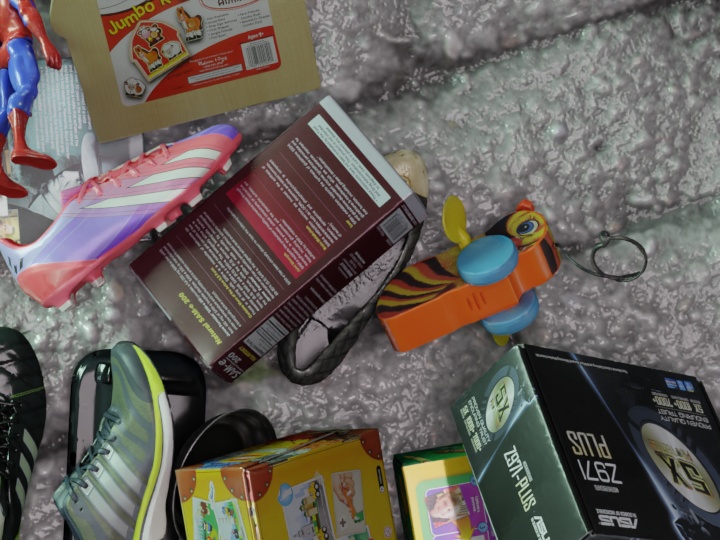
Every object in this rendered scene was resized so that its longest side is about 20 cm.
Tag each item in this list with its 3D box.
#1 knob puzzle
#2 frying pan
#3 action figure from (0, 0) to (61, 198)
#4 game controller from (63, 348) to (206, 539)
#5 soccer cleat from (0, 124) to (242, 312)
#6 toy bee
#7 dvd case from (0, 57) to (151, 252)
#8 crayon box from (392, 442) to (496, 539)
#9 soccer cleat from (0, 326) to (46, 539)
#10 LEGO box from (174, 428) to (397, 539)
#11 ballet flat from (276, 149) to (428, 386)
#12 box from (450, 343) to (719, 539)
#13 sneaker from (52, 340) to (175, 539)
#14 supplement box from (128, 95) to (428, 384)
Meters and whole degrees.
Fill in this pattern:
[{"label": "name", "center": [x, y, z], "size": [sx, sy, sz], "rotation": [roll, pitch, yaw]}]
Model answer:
[{"label": "knob puzzle", "center": [-0.137, -0.212, 1.641], "size": [0.219, 0.030, 0.220], "rotation": [-3, 108, -10]}, {"label": "frying pan", "center": [-0.112, 0.193, 1.671], "size": [0.031, 0.115, 0.191], "rotation": [21, 108, 36]}, {"label": "action figure", "center": [-0.252, -0.149, 1.618], "size": [0.052, 0.065, 0.201], "rotation": [12, 53, -32]}, {"label": "game controller", "center": [-0.172, 0.161, 1.682], "size": [0.104, 0.042, 0.201], "rotation": [3, 91, -21]}, {"label": "soccer cleat", "center": [-0.177, -0.052, 1.641], "size": [0.200, 0.067, 0.077], "rotation": [-41, 93, -4]}, {"label": "toy bee", "center": [0.111, -0.001, 1.686], "size": [0.199, 0.109, 0.131], "rotation": [0, 124, 0]}, {"label": "dvd case", "center": [-0.262, -0.087, 1.669], "size": [0.199, 0.022, 0.147], "rotation": [-5, 92, -6]}, {"label": "crayon box", "center": [0.100, 0.233, 1.700], "size": [0.118, 0.058, 0.201], "rotation": [-9, 92, -7]}, {"label": "soccer cleat", "center": [-0.273, 0.143, 1.642], "size": [0.067, 0.081, 0.201], "rotation": [6, 90, -7]}, {"label": "LEGO box", "center": [-0.044, 0.229, 1.636], "size": [0.149, 0.077, 0.201], "rotation": [-12, 94, -47]}, {"label": "ballet flat", "center": [0.000, 0.000, 1.684], "size": [0.066, 0.057, 0.200], "rotation": [27, 88, -7]}, {"label": "box", "center": [0.185, 0.154, 1.614], "size": [0.200, 0.086, 0.164], "rotation": [12, 46, -37]}, {"label": "sneaker", "center": [-0.183, 0.152, 1.619], "size": [0.081, 0.074, 0.201], "rotation": [3, 89, -18]}, {"label": "supplement box", "center": [-0.061, -0.022, 1.649], "size": [0.200, 0.061, 0.109], "rotation": [-40, 69, 0]}]
